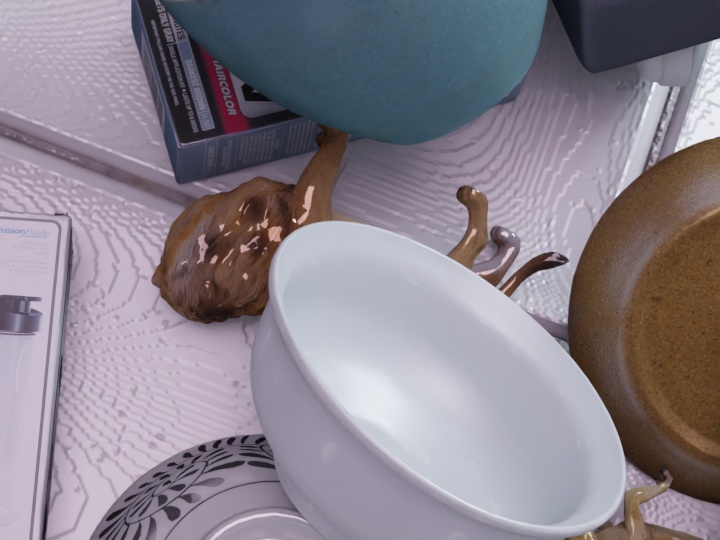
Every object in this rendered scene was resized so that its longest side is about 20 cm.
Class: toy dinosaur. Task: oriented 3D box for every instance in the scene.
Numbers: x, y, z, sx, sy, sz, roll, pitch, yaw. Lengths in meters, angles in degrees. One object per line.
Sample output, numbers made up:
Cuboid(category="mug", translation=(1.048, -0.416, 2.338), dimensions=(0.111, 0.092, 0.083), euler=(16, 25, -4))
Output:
Cuboid(category="toy dinosaur", translation=(0.107, 0.149, 0.956), dimensions=(0.199, 0.058, 0.101), euler=(-21, 67, -19))

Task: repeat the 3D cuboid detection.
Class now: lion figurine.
Cuboid(category="lion figurine", translation=(0.000, 0.000, 0.995), dimensions=(0.199, 0.072, 0.123), euler=(25, 79, -2))

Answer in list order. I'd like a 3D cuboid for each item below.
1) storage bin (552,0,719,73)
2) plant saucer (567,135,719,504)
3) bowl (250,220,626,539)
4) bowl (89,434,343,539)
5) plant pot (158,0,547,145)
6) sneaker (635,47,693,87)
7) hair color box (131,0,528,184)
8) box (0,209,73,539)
Cuboid(category="storage bin", translation=(0.148, -0.206, 0.976), dimensions=(0.134, 0.146, 0.201), euler=(-21, 68, -1))
Cuboid(category="plant saucer", translation=(0.207, 0.030, 0.973), dimensions=(0.199, 0.035, 0.202), euler=(1, 101, 3))
Cuboid(category="bowl", translation=(0.022, 0.076, 0.905), dimensions=(0.200, 0.091, 0.201), euler=(27, 28, -16))
Cuboid(category="bowl", translation=(-0.045, 0.167, 0.923), dimensions=(0.199, 0.094, 0.202), euler=(2, 71, -5))
Cuboid(category="plant pot", translation=(0.016, -0.142, 0.933), dimensions=(0.200, 0.200, 0.135), euler=(-44, 117, -17))
Cuboid(category="sneaker", translation=(0.122, -0.189, 1.074), dimensions=(0.115, 0.074, 0.201), euler=(-5, 66, -3))
Cuboid(category="hair color box", translation=(-0.017, -0.124, 1.038), dimensions=(0.199, 0.061, 0.100), euler=(-15, 75, -11))
Cuboid(category="box", translation=(-0.208, 0.070, 0.954), dimensions=(0.116, 0.060, 0.201), euler=(3, 72, -5))
